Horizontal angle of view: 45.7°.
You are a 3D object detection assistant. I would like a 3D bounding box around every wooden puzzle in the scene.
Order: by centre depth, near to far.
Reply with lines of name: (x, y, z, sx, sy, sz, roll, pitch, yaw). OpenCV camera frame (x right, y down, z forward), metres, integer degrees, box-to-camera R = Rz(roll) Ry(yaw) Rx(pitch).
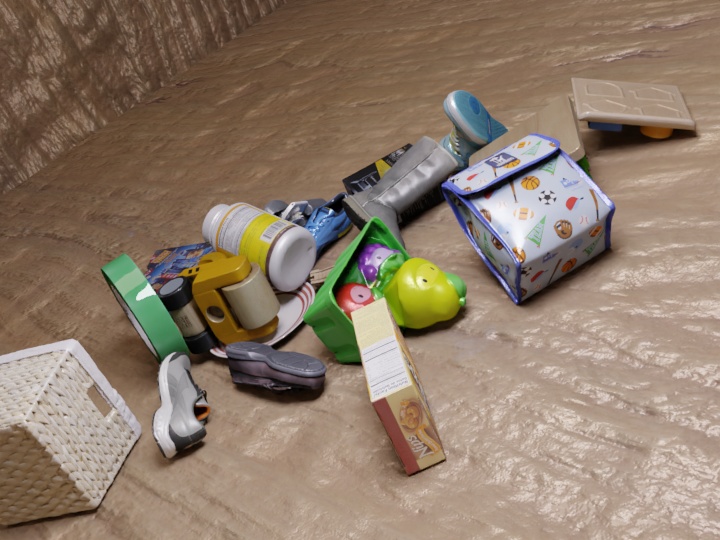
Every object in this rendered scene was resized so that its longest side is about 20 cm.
wooden puzzle: (0.442, -0.266, 1.409, 0.180, 0.047, 0.201, 6, 30, 6)

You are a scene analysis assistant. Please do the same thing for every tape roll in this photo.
tape roll: (-0.354, 0.070, 1.405, 0.048, 0.203, 0.199, -33, 28, -17)

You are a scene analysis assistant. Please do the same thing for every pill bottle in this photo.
pill bottle: (-0.177, -0.047, 1.450, 0.197, 0.111, 0.109, 23, 52, 34)

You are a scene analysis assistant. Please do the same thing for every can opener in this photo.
can opener: (-0.111, -0.113, 1.571, 0.053, 0.066, 0.199, -53, -13, 16)

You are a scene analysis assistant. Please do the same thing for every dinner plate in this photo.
dinner plate: (-0.162, 0.083, 1.411, 0.196, 0.025, 0.202, -21, 29, 12)

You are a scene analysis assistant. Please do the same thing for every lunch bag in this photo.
lunch bag: (0.228, -0.090, 1.188, 0.167, 0.125, 0.202, -27, 57, -9)

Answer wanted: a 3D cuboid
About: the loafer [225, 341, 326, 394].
loafer: (-0.122, 0.150, 1.241, 0.197, 0.065, 0.071, 10, 13, 43)

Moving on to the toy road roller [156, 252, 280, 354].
toy road roller: (-0.220, 0.032, 1.387, 0.196, 0.125, 0.147, -14, 30, 23)

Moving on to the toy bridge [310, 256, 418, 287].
toy bridge: (0.000, 0.000, 1.368, 0.196, 0.028, 0.067, -8, -10, 32)

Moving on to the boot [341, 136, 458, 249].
boot: (0.086, -0.123, 1.445, 0.198, 0.073, 0.183, -31, 58, -14)

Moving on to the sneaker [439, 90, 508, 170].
sneaker: (0.174, -0.238, 1.518, 0.129, 0.199, 0.081, -15, 59, 35)

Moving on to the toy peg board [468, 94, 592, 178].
toy peg board: (0.282, -0.155, 1.381, 0.197, 0.098, 0.202, -32, 24, 25)

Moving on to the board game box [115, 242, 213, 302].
board game box: (-0.365, 0.019, 1.655, 0.197, 0.062, 0.200, 4, 40, 46)

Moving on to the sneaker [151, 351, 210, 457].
sneaker: (-0.259, 0.193, 1.267, 0.077, 0.075, 0.202, -15, 34, 0)

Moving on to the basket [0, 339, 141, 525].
basket: (-0.459, 0.235, 1.225, 0.196, 0.201, 0.162, -14, 33, 20)

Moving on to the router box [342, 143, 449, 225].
router box: (0.066, -0.156, 1.587, 0.155, 0.053, 0.200, -28, 28, -4)

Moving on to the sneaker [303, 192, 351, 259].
sneaker: (-0.085, -0.068, 1.525, 0.065, 0.079, 0.200, 30, 56, 23)

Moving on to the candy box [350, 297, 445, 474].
candy box: (0.043, 0.135, 1.043, 0.054, 0.117, 0.201, -24, 27, 4)

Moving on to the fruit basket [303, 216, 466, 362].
fruit basket: (0.043, 0.026, 1.218, 0.214, 0.156, 0.216, -37, 17, 13)
